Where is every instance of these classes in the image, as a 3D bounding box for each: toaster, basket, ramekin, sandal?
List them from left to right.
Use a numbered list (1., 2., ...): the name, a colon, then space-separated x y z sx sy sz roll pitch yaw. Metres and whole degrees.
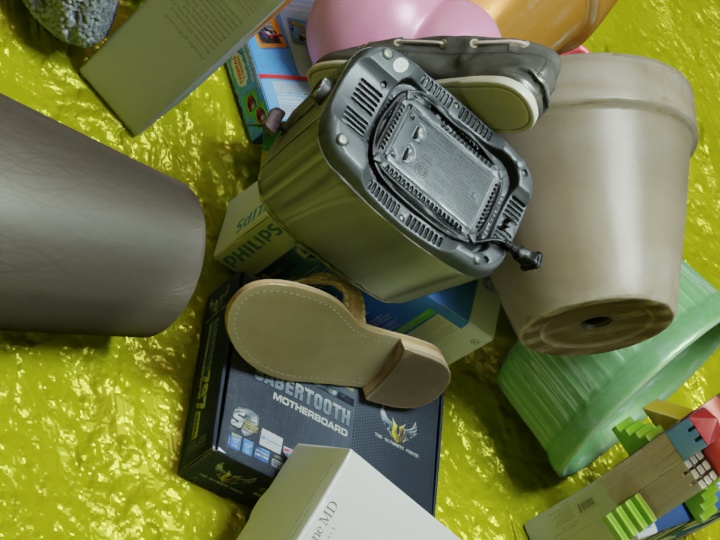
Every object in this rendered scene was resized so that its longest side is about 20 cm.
1. basket: -0.213 -0.031 1.310 0.199 0.136 0.182 16 58 -41
2. sandal: -0.026 0.037 1.423 0.211 0.078 0.070 24 28 -39
3. toaster: 0.025 -0.056 1.374 0.200 0.129 0.114 37 59 -19
4. ramekin: 0.204 0.065 1.593 0.098 0.200 0.199 48 39 14

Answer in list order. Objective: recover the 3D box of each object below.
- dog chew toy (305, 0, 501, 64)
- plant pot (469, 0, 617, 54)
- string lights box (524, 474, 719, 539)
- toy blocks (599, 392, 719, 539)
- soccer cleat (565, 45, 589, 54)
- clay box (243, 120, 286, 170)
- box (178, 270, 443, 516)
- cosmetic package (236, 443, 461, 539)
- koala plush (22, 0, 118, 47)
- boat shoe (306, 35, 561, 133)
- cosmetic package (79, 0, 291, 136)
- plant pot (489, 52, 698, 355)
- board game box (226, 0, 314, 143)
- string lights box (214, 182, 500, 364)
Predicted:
1. dog chew toy: 0.057 -0.170 1.575 0.199 0.125 0.125 31 41 9
2. plant pot: 0.106 -0.239 1.721 0.200 0.200 0.184 44 57 -12
3. string lights box: 0.238 0.192 1.609 0.199 0.103 0.059 -9 69 -46
4. toy blocks: 0.277 0.124 1.510 0.199 0.137 0.100 -24 77 -49
5. soccer cleat: 0.146 -0.146 1.769 0.068 0.073 0.200 51 41 -6
6. clay box: 0.011 -0.086 1.555 0.199 0.114 0.048 6 85 -45
7. box: -0.031 0.112 1.446 0.199 0.051 0.159 30 46 -26
8. cosmetic package: 0.016 0.219 1.358 0.200 0.085 0.108 40 70 -24
9. koala plush: -0.187 -0.307 1.452 0.184 0.200 0.177 44 36 -3
10. boat shoe: 0.054 -0.136 1.406 0.057 0.199 0.067 -53 135 -33
11. cosmetic package: -0.110 -0.194 1.459 0.071 0.200 0.101 49 41 -6
12. plant pot: 0.160 -0.038 1.453 0.199 0.199 0.175 13 61 -38
13. board game box: -0.054 -0.199 1.642 0.150 0.037 0.202 0 65 -43
14. string lights box: 0.000 0.000 1.498 0.199 0.103 0.059 34 49 -23
